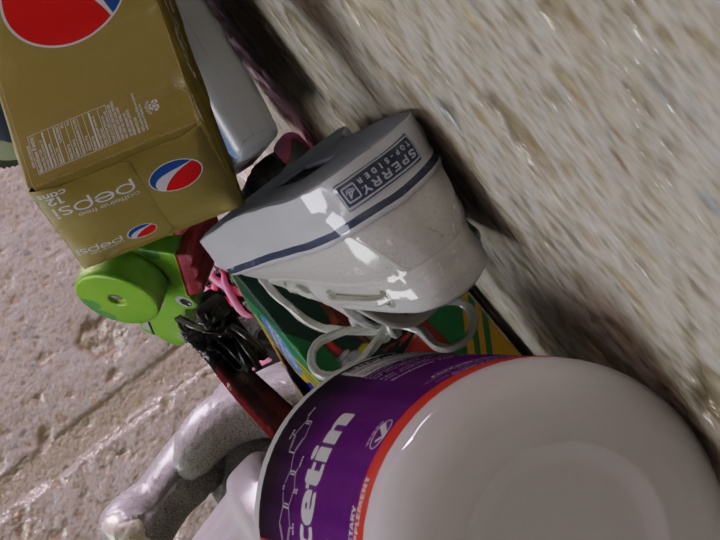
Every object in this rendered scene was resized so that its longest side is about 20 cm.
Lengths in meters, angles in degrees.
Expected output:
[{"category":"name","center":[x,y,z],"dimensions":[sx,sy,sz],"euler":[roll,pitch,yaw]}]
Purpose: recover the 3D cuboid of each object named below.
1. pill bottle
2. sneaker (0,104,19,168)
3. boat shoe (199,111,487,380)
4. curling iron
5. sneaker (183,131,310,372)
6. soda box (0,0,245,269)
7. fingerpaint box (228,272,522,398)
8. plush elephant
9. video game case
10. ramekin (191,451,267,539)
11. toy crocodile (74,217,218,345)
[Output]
[{"category":"pill bottle","center":[0.032,0.083,0.815],"dimensions":[0.113,0.112,0.200],"euler":[54,166,-9]},{"category":"sneaker","center":[-0.126,-0.098,1.118],"dimensions":[0.070,0.082,0.200],"euler":[45,-164,-1]},{"category":"boat shoe","center":[0.004,-0.003,0.894],"dimensions":[0.086,0.075,0.202],"euler":[55,165,-7]},{"category":"curling iron","center":[-0.020,0.074,1.013],"dimensions":[0.200,0.026,0.050],"euler":[49,174,38]},{"category":"sneaker","center":[-0.043,0.005,1.167],"dimensions":[0.079,0.095,0.200],"euler":[54,169,14]},{"category":"soda box","center":[-0.104,-0.106,0.894],"dimensions":[0.068,0.064,0.200],"euler":[63,-174,-63]},{"category":"fingerpaint box","center":[0.035,0.070,1.047],"dimensions":[0.167,0.073,0.200],"euler":[51,174,27]},{"category":"plush elephant","center":[-0.013,0.115,1.409],"dimensions":[0.155,0.200,0.165],"euler":[15,161,45]},{"category":"video game case","center":[-0.097,-0.133,1.076],"dimensions":[0.200,0.023,0.182],"euler":[60,175,-2]},{"category":"ramekin","center":[-0.005,0.176,1.028],"dimensions":[0.202,0.094,0.202],"euler":[46,-177,-3]},{"category":"toy crocodile","center":[-0.089,-0.035,1.050],"dimensions":[0.062,0.068,0.200],"euler":[9,146,15]}]
